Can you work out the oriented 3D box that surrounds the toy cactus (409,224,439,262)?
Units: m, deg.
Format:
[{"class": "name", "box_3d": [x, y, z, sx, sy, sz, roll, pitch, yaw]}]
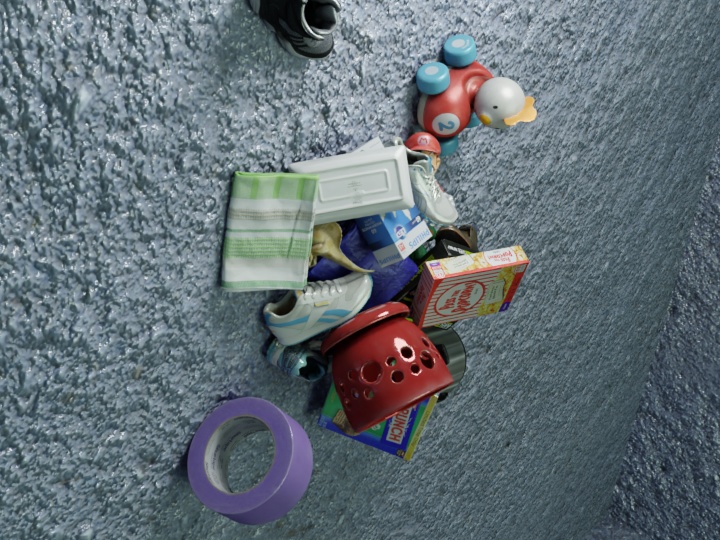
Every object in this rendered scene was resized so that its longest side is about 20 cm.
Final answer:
[{"class": "toy cactus", "box_3d": [0.108, -0.054, 1.910, 0.200, 0.102, 0.165, -35, 119, -35]}]

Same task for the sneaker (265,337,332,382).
[{"class": "sneaker", "box_3d": [-0.092, 0.177, 1.759, 0.078, 0.086, 0.200, -59, 150, 8]}]

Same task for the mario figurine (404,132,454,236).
[{"class": "mario figurine", "box_3d": [0.108, -0.157, 1.787, 0.123, 0.106, 0.201, -10, 111, -46]}]

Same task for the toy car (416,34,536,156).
[{"class": "toy car", "box_3d": [0.226, -0.305, 1.776, 0.177, 0.200, 0.185, -48, 144, -27]}]

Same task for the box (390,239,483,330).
[{"class": "box", "box_3d": [0.164, 0.033, 1.869, 0.200, 0.048, 0.193, 15, 133, -43]}]

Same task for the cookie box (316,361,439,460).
[{"class": "cookie box", "box_3d": [0.037, 0.257, 1.871, 0.075, 0.199, 0.172, -67, 177, -63]}]

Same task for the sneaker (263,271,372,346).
[{"class": "sneaker", "box_3d": [-0.071, 0.054, 1.656, 0.200, 0.077, 0.081, -30, 126, 2]}]

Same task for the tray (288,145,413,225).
[{"class": "tray", "box_3d": [-0.012, -0.139, 1.579, 0.199, 0.022, 0.108, -11, 97, -10]}]

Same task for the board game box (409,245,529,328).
[{"class": "board game box", "box_3d": [0.202, 0.031, 1.807, 0.199, 0.046, 0.152, -10, 143, -19]}]

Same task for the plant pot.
[{"class": "plant pot", "box_3d": [0.041, 0.167, 1.707, 0.200, 0.183, 0.200, -25, 167, -6]}]

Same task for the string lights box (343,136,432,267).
[{"class": "string lights box", "box_3d": [0.033, -0.118, 1.654, 0.103, 0.059, 0.200, -39, 103, -46]}]

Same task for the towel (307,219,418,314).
[{"class": "towel", "box_3d": [0.000, 0.000, 1.721, 0.148, 0.050, 0.200, -42, 133, 13]}]

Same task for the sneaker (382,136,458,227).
[{"class": "sneaker", "box_3d": [0.108, -0.159, 1.706, 0.087, 0.200, 0.075, -38, -162, 42]}]

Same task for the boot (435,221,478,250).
[{"class": "boot", "box_3d": [0.191, -0.065, 1.889, 0.200, 0.074, 0.097, 53, 34, -56]}]

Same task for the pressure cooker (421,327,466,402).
[{"class": "pressure cooker", "box_3d": [0.104, 0.193, 1.974, 0.200, 0.178, 0.176, -8, 126, -58]}]

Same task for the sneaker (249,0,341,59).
[{"class": "sneaker", "box_3d": [-0.071, -0.356, 1.397, 0.076, 0.114, 0.200, -62, 148, -2]}]

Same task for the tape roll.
[{"class": "tape roll", "box_3d": [-0.187, 0.323, 1.624, 0.200, 0.200, 0.085, -57, 148, -11]}]

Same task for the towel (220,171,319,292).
[{"class": "towel", "box_3d": [-0.143, -0.059, 1.527, 0.149, 0.031, 0.201, -3, 116, -26]}]

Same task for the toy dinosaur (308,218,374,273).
[{"class": "toy dinosaur", "box_3d": [-0.068, -0.039, 1.609, 0.101, 0.058, 0.200, -35, 108, 14]}]
